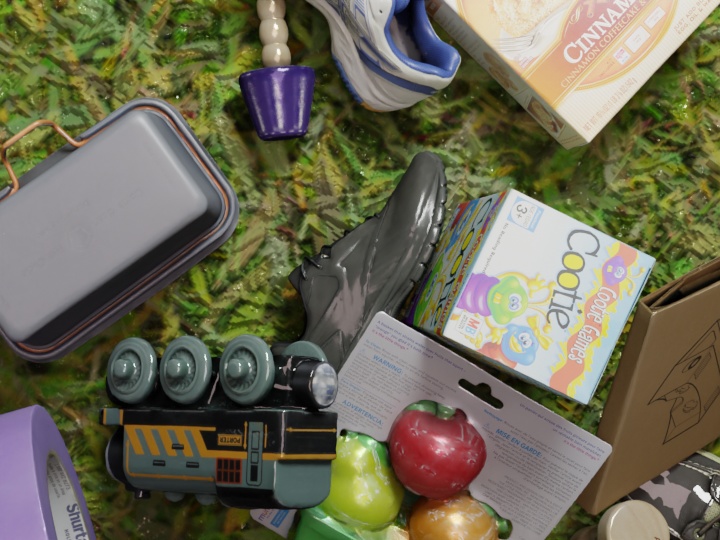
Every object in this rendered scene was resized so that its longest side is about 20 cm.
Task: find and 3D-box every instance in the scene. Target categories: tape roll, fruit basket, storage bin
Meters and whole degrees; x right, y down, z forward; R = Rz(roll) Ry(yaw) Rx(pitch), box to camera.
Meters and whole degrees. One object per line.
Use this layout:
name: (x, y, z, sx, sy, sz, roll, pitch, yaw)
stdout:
tape roll: (-0.226, 0.195, 0.919, 0.085, 0.200, 0.200, -15, 92, -6)
fruit basket: (0.044, 0.145, 0.970, 0.185, 0.094, 0.200, 30, 111, -3)
storage bin: (-0.192, -0.038, 0.954, 0.200, 0.134, 0.146, -36, 94, -5)

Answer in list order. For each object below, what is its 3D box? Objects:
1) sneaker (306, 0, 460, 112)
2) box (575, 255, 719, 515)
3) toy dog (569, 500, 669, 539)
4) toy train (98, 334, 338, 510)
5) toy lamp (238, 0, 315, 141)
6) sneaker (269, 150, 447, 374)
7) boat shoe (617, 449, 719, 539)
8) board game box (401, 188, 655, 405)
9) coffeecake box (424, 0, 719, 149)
sneaker: (0.002, -0.207, 0.973, 0.200, 0.088, 0.075, 55, 54, -21)
box: (0.228, 0.068, 0.957, 0.163, 0.200, 0.021, -24, 52, -30)
toy dog: (0.199, 0.264, 0.995, 0.096, 0.132, 0.200, 10, 90, -7)
toy train: (-0.100, 0.103, 0.951, 0.200, 0.085, 0.114, -4, 81, 36)
toy lamp: (-0.066, -0.194, 1.006, 0.058, 0.058, 0.200, -6, 88, -5)
sneaker: (0.000, 0.000, 1.006, 0.091, 0.076, 0.200, 25, 85, 2)
boat shoe: (0.278, 0.185, 1.034, 0.201, 0.066, 0.072, 28, 89, -5)
board game box: (0.106, 0.016, 0.950, 0.103, 0.200, 0.105, 26, 87, -5)
coffeecake box: (0.139, -0.213, 1.016, 0.200, 0.073, 0.154, 44, 87, -4)
